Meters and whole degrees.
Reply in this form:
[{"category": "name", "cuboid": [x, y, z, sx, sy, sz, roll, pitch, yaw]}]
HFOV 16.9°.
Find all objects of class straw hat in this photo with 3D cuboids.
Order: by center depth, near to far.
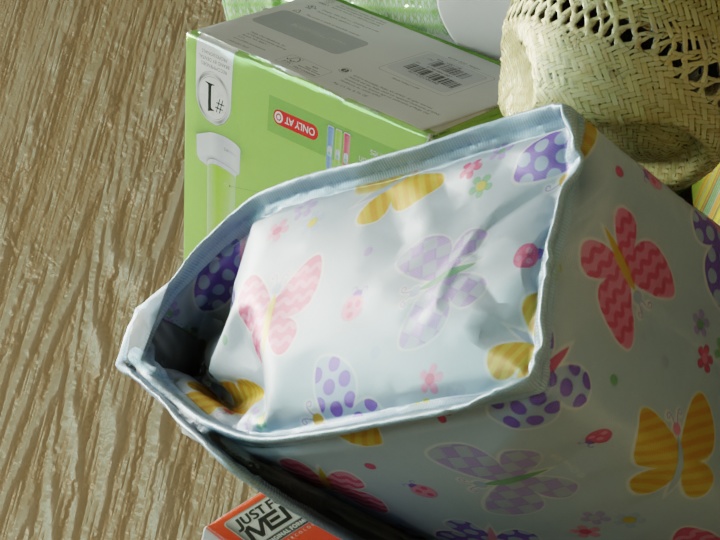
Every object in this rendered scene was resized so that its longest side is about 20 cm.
[{"category": "straw hat", "cuboid": [0.090, -0.073, 0.789, 0.085, 0.201, 0.201, -64, 3, -7]}]

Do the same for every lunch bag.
[{"category": "lunch bag", "cuboid": [0.040, 0.046, 0.823, 0.200, 0.170, 0.127, -11, 57, 42]}]

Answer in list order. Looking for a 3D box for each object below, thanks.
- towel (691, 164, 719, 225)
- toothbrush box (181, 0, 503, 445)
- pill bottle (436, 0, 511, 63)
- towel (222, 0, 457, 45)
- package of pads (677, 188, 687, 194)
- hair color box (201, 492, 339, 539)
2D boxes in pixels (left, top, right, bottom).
[{"category": "towel", "cuboid": [0.153, -0.069, 0.952, 0.200, 0.018, 0.086, -81, 11, -62]}, {"category": "toothbrush box", "cuboid": [0.000, 0.000, 1.043, 0.086, 0.146, 0.200, -21, -56, -41]}, {"category": "pill bottle", "cuboid": [0.116, -0.171, 1.037, 0.200, 0.112, 0.112, -56, -6, -29]}, {"category": "towel", "cuboid": [-0.010, -0.102, 1.089, 0.149, 0.031, 0.200, 8, 114, 47]}, {"category": "package of pads", "cuboid": [0.064, -0.022, 1.208, 0.200, 0.068, 0.155, -32, 4, -1]}, {"category": "hair color box", "cuboid": [0.016, 0.185, 1.005, 0.061, 0.200, 0.102, -29, -34, -46]}]
